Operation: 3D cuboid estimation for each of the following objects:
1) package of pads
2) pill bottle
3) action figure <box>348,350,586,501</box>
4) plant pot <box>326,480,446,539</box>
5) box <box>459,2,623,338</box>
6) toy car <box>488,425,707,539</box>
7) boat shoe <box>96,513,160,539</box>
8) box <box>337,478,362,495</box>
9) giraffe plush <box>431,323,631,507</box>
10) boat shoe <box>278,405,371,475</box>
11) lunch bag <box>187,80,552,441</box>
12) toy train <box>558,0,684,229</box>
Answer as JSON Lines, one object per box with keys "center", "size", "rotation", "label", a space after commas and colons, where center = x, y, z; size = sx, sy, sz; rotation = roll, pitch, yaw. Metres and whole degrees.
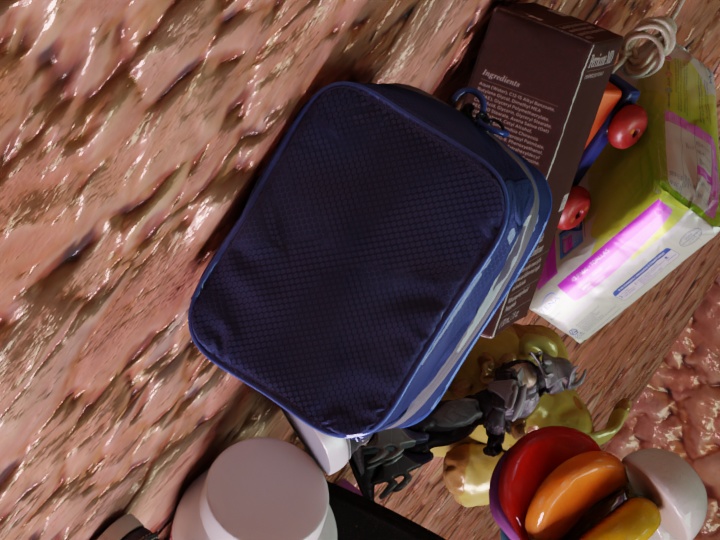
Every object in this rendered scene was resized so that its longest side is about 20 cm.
{"center": [0.194, -0.066, 1.854], "size": [0.154, 0.068, 0.200], "rotation": [-43, -154, 33], "label": "package of pads"}
{"center": [-0.076, 0.194, 1.697], "size": [0.111, 0.111, 0.200], "rotation": [-46, 166, -31], "label": "pill bottle"}
{"center": [0.085, 0.115, 1.972], "size": [0.199, 0.070, 0.130], "rotation": [-21, 158, -5], "label": "action figure"}
{"center": [-0.028, 0.255, 1.891], "size": [0.200, 0.177, 0.200], "rotation": [-52, 167, -5], "label": "plant pot"}
{"center": [0.096, -0.065, 1.610], "size": [0.100, 0.075, 0.201], "rotation": [-25, 134, -71], "label": "box"}
{"center": [0.166, 0.197, 2.008], "size": [0.175, 0.150, 0.200], "rotation": [-38, 170, -13], "label": "toy car"}
{"center": [-0.178, 0.248, 1.571], "size": [0.200, 0.063, 0.073], "rotation": [-56, 168, 10], "label": "boat shoe"}
{"center": [-0.074, 0.274, 2.101], "size": [0.200, 0.039, 0.137], "rotation": [-40, 162, -49], "label": "box"}
{"center": [0.114, 0.103, 2.117], "size": [0.173, 0.200, 0.162], "rotation": [-50, 139, -8], "label": "giraffe plush"}
{"center": [-0.013, 0.092, 1.677], "size": [0.066, 0.070, 0.200], "rotation": [-32, 175, -5], "label": "boat shoe"}
{"center": [0.013, -0.013, 1.396], "size": [0.200, 0.136, 0.132], "rotation": [-57, 168, 9], "label": "lunch bag"}
{"center": [0.149, -0.128, 1.755], "size": [0.200, 0.085, 0.116], "rotation": [-55, 155, 8], "label": "toy train"}
